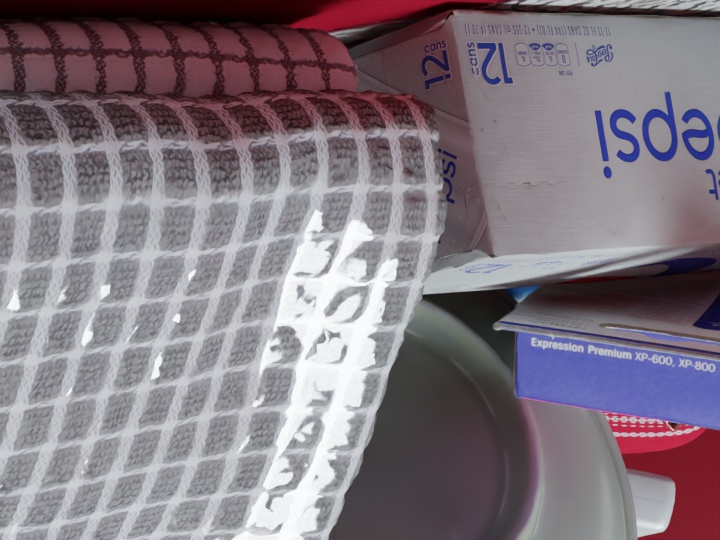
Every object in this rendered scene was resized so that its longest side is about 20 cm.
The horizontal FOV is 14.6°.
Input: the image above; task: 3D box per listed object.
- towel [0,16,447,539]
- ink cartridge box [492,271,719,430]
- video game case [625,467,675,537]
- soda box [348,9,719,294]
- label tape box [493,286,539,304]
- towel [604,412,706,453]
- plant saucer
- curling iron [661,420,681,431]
[{"bbox_3d":[-0.076,0.040,0.677,0.165,0.201,0.086,-6,-146,-46],"label":"towel"},{"bbox_3d":[0.104,0.020,0.852,0.094,0.037,0.200,8,-172,14],"label":"ink cartridge box"},{"bbox_3d":[0.002,0.076,1.051,0.199,0.023,0.182,12,171,-4],"label":"video game case"},{"bbox_3d":[0.078,-0.033,0.807,0.200,0.069,0.063,-5,173,-44],"label":"soda box"},{"bbox_3d":[0.000,0.000,1.017,0.144,0.064,0.200,-9,174,6],"label":"label tape box"},{"bbox_3d":[0.066,0.053,1.083,0.144,0.023,0.200,-6,169,5],"label":"towel"},{"bbox_3d":[-0.003,0.059,0.836,0.199,0.201,0.050,-7,153,-25],"label":"plant saucer"},{"bbox_3d":[0.093,0.046,0.915,0.199,0.050,0.026,3,149,30],"label":"curling iron"}]
